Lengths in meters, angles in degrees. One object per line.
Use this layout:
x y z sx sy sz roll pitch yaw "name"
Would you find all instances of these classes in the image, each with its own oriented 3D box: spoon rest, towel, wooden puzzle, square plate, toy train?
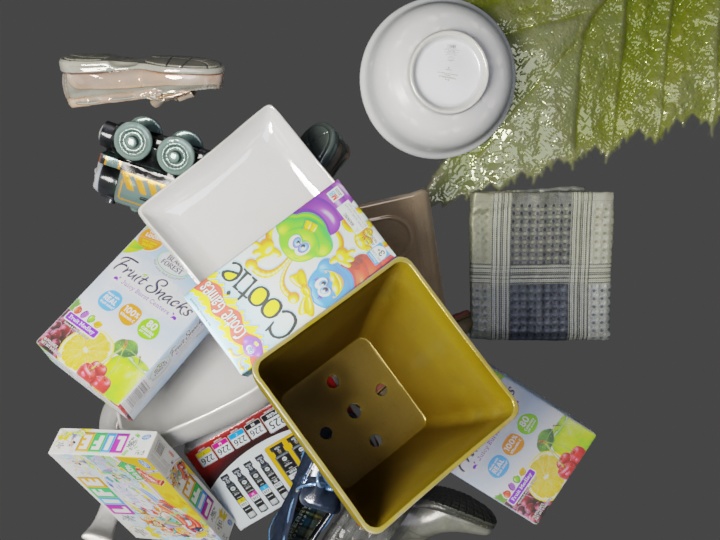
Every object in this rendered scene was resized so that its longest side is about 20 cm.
-0.300 0.243 1.134 0.099 0.061 0.201 20 82 -8 "spoon rest"
0.233 -0.009 1.151 0.191 0.035 0.202 0 99 -1 "towel"
0.000 0.000 1.104 0.199 0.046 0.186 -15 119 -7 "wooden puzzle"
-0.117 -0.054 1.020 0.200 0.028 0.198 -40 87 -8 "square plate"
-0.227 -0.111 1.080 0.199 0.085 0.115 18 105 -6 "toy train"

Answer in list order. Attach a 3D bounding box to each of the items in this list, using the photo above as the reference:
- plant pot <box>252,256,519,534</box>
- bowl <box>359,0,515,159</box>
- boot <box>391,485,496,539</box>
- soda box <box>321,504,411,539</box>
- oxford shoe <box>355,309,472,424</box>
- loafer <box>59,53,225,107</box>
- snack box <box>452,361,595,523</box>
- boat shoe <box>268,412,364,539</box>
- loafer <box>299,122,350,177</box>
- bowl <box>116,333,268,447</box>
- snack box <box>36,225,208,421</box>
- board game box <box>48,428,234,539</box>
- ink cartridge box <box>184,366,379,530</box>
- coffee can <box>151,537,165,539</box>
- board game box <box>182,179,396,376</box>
0.009 0.139 0.948 0.199 0.176 0.200 -35 85 -20 "plant pot"
0.101 -0.236 1.080 0.199 0.090 0.203 -1 98 -4 "bowl"
0.069 0.349 1.168 0.198 0.068 0.132 13 99 3 "boot"
0.023 0.289 1.099 0.071 0.063 0.201 33 102 2 "soda box"
0.078 0.125 1.105 0.200 0.070 0.075 -38 84 -25 "oxford shoe"
-0.261 -0.225 1.074 0.198 0.072 0.063 3 114 2 "loafer"
0.181 0.214 1.151 0.199 0.053 0.143 33 93 -7 "snack box"
-0.042 0.267 1.050 0.084 0.069 0.201 17 104 -18 "boat shoe"
-0.081 -0.086 1.099 0.072 0.063 0.200 41 96 37 "loafer"
-0.190 0.115 1.066 0.199 0.200 0.075 -25 136 5 "bowl"
-0.257 0.054 1.042 0.142 0.053 0.200 31 67 22 "snack box"
-0.248 0.252 1.027 0.134 0.034 0.201 -3 137 24 "board game box"
-0.088 0.223 1.108 0.199 0.084 0.176 -30 112 1 "ink cartridge box"
-0.166 0.412 1.111 0.198 0.146 0.148 4 97 -5 "coffee can"
-0.074 0.012 0.949 0.200 0.103 0.105 -38 87 -7 "board game box"
